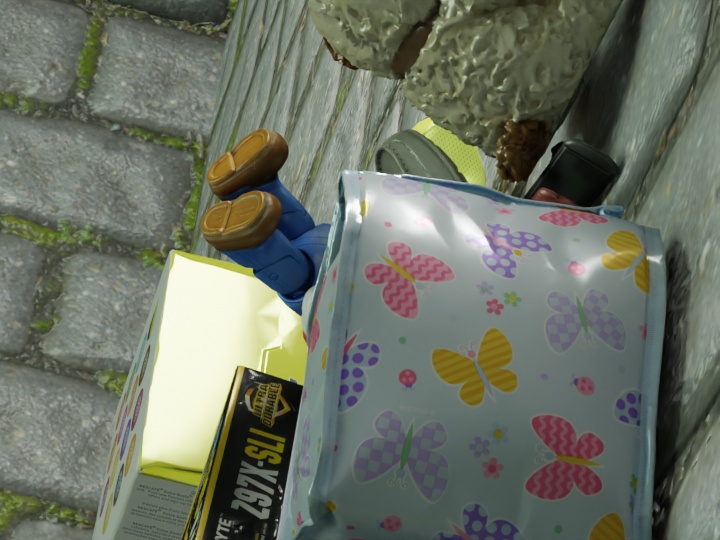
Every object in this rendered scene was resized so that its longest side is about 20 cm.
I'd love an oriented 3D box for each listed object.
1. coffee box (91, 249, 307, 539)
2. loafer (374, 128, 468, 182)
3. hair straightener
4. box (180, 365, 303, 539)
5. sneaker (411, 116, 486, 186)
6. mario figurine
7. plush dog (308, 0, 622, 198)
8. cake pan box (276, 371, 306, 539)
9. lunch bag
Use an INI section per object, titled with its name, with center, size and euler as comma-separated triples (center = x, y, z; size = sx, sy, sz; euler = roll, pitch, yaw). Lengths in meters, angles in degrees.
[coffee box]
center = -0.070, 0.138, 2.036
size = 0.198, 0.199, 0.201
euler = 113, 167, -47
[loafer]
center = 0.045, 0.007, 1.654
size = 0.070, 0.069, 0.201
euler = 93, 157, -57
[hair straightener]
center = 0.112, -0.032, 1.689
size = 0.077, 0.041, 0.200
euler = -60, -4, -21
[box]
center = -0.083, 0.177, 1.685
size = 0.200, 0.049, 0.160
euler = -78, 8, -54
[sneaker]
center = 0.056, -0.014, 1.910
size = 0.090, 0.078, 0.201
euler = 136, 142, -60
[mario figurine]
center = 0.000, 0.000, 1.708
size = 0.106, 0.200, 0.124
euler = 11, 63, 48
[plush dog]
center = 0.047, -0.140, 1.677
size = 0.161, 0.171, 0.200
euler = -59, -4, -36
[cake pan box]
center = 0.011, 0.160, 1.664
size = 0.184, 0.052, 0.201
euler = 40, -125, -58
[lunch bag]
center = 0.057, 0.055, 1.414
size = 0.127, 0.168, 0.201
euler = 113, 164, -63
